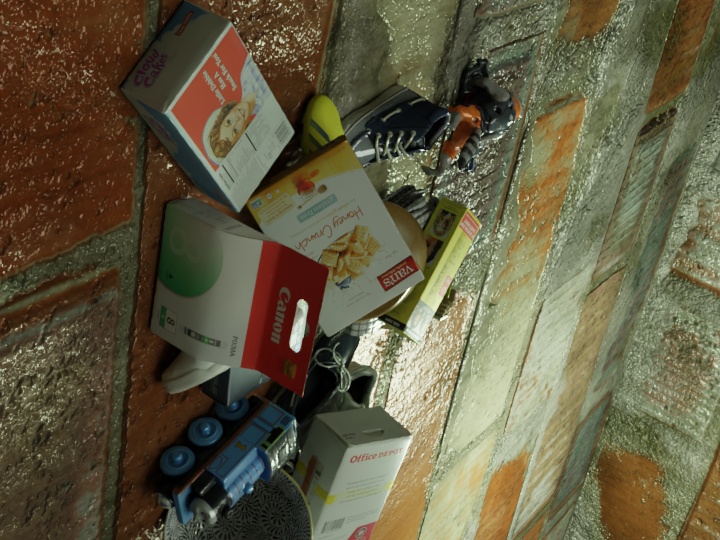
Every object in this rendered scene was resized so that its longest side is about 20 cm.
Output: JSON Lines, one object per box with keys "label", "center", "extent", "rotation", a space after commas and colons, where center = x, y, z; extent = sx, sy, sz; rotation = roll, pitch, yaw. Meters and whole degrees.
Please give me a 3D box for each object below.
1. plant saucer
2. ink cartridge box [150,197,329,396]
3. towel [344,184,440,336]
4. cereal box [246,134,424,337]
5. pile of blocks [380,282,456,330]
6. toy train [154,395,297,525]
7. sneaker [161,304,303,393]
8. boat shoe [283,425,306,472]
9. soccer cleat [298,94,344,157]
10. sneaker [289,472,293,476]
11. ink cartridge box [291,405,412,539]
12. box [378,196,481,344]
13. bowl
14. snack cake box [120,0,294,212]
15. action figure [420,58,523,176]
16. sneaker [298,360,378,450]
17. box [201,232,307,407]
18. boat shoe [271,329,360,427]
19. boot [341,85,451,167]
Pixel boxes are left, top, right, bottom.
{"label": "plant saucer", "center": [0.000, 0.000, 1.469], "extent": [0.196, 0.036, 0.203], "rotation": [-9, 127, -12]}
{"label": "ink cartridge box", "center": [-0.137, 0.033, 1.188], "extent": [0.050, 0.198, 0.163], "rotation": [-21, 132, -50]}
{"label": "towel", "center": [0.032, -0.020, 1.596], "extent": [0.199, 0.085, 0.168], "rotation": [-33, 139, -44]}
{"label": "cereal box", "center": [-0.030, -0.040, 1.315], "extent": [0.142, 0.040, 0.202], "rotation": [-31, 109, 4]}
{"label": "pile of blocks", "center": [0.100, 0.040, 1.776], "extent": [0.199, 0.081, 0.063], "rotation": [-28, 137, -50]}
{"label": "toy train", "center": [-0.171, 0.243, 1.410], "extent": [0.200, 0.113, 0.088], "rotation": [-44, 147, -36]}
{"label": "sneaker", "center": [-0.164, 0.067, 1.285], "extent": [0.198, 0.089, 0.075], "rotation": [-32, -174, 17]}
{"label": "boat shoe", "center": [-0.118, 0.265, 1.585], "extent": [0.200, 0.065, 0.073], "rotation": [-49, 150, -28]}
{"label": "soccer cleat", "center": [-0.026, -0.116, 1.354], "extent": [0.064, 0.083, 0.204], "rotation": [-21, 110, -48]}
{"label": "sneaker", "center": [-0.084, 0.316, 1.697], "extent": [0.197, 0.080, 0.079], "rotation": [-7, 140, -32]}
{"label": "ink cartridge box", "center": [-0.026, 0.306, 1.598], "extent": [0.144, 0.083, 0.203], "rotation": [-1, 120, -47]}
{"label": "box", "center": [0.101, 0.001, 1.588], "extent": [0.202, 0.050, 0.075], "rotation": [-62, 151, -7]}
{"label": "bowl", "center": [-0.160, 0.359, 1.473], "extent": [0.202, 0.199, 0.094], "rotation": [-54, 168, -18]}
{"label": "snack cake box", "center": [-0.152, -0.163, 1.134], "extent": [0.116, 0.067, 0.201], "rotation": [-55, 153, -14]}
{"label": "action figure", "center": [0.180, -0.206, 1.685], "extent": [0.192, 0.104, 0.202], "rotation": [-35, 141, -29]}
{"label": "sneaker", "center": [-0.038, 0.220, 1.647], "extent": [0.202, 0.077, 0.099], "rotation": [-63, -165, -19]}
{"label": "box", "center": [-0.128, 0.053, 1.393], "extent": [0.157, 0.050, 0.203], "rotation": [-29, 136, -49]}
{"label": "boat shoe", "center": [-0.055, 0.149, 1.584], "extent": [0.200, 0.061, 0.076], "rotation": [-46, 115, -33]}
{"label": "boot", "center": [0.035, -0.175, 1.448], "extent": [0.200, 0.089, 0.074], "rotation": [-46, 149, -33]}
